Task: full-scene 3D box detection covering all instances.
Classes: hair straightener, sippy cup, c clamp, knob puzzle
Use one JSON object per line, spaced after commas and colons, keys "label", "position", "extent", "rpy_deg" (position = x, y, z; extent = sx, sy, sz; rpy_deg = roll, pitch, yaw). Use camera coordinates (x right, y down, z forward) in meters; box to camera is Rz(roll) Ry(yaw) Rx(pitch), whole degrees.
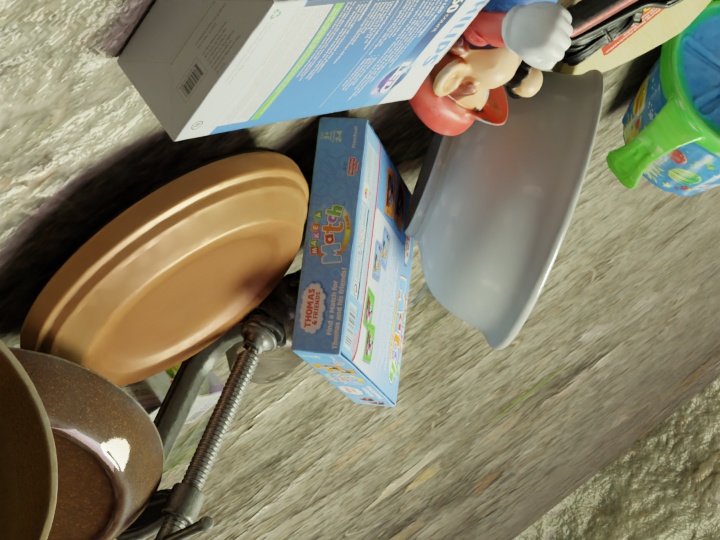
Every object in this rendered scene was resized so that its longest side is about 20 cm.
{"label": "hair straightener", "position": [0.177, -0.166, 1.255], "extent": [0.200, 0.041, 0.077], "rpy_deg": [-36, 162, -5]}
{"label": "sippy cup", "position": [0.275, -0.126, 1.531], "extent": [0.177, 0.140, 0.130], "rpy_deg": [5, 157, -19]}
{"label": "c clamp", "position": [-0.097, 0.100, 1.218], "extent": [0.171, 0.027, 0.200], "rpy_deg": [-32, -149, 51]}
{"label": "knob puzzle", "position": [0.204, -0.205, 1.330], "extent": [0.219, 0.030, 0.220], "rpy_deg": [-34, 162, -13]}

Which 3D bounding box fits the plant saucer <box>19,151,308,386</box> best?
{"label": "plant saucer", "position": [-0.109, 0.008, 1.158], "extent": [0.200, 0.037, 0.200], "rpy_deg": [-34, 163, -12]}

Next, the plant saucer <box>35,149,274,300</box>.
{"label": "plant saucer", "position": [-0.119, -0.001, 1.225], "extent": [0.200, 0.029, 0.200], "rpy_deg": [-33, 162, -12]}

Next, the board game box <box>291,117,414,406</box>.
{"label": "board game box", "position": [0.000, 0.000, 1.286], "extent": [0.037, 0.152, 0.200], "rpy_deg": [4, 167, 13]}

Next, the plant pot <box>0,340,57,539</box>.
{"label": "plant pot", "position": [-0.285, 0.128, 1.018], "extent": [0.186, 0.187, 0.200], "rpy_deg": [-23, 171, -40]}

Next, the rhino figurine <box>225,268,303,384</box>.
{"label": "rhino figurine", "position": [-0.053, 0.034, 1.354], "extent": [0.087, 0.060, 0.200], "rpy_deg": [-33, 173, -13]}

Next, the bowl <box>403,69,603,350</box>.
{"label": "bowl", "position": [0.086, -0.054, 1.305], "extent": [0.201, 0.090, 0.201], "rpy_deg": [-161, -90, -86]}

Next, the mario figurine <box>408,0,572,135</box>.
{"label": "mario figurine", "position": [0.099, -0.152, 1.136], "extent": [0.123, 0.106, 0.200], "rpy_deg": [-24, 157, -43]}

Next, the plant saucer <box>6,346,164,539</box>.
{"label": "plant saucer", "position": [-0.216, 0.122, 1.140], "extent": [0.200, 0.035, 0.201], "rpy_deg": [-2, 136, -2]}

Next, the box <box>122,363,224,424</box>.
{"label": "box", "position": [-0.150, 0.088, 1.334], "extent": [0.041, 0.039, 0.200], "rpy_deg": [-42, 169, 14]}

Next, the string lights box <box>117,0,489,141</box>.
{"label": "string lights box", "position": [-0.021, -0.133, 1.023], "extent": [0.200, 0.059, 0.103], "rpy_deg": [-16, 153, -50]}
